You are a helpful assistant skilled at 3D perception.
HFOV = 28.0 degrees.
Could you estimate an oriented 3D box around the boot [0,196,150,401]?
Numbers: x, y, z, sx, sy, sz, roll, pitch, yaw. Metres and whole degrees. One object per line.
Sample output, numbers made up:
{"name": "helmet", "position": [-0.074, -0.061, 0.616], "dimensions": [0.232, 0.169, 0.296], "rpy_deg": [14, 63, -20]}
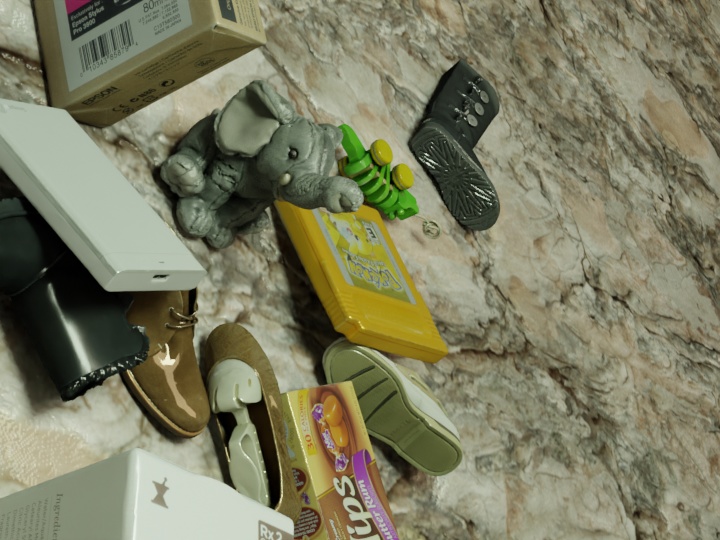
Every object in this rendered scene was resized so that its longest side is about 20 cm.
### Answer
{"name": "boot", "position": [-0.256, 0.026, 1.133], "dimensions": [0.163, 0.073, 0.198], "rpy_deg": [63, 25, 0]}

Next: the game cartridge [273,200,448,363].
{"name": "game cartridge", "position": [0.000, 0.000, 1.531], "dimensions": [0.176, 0.032, 0.200], "rpy_deg": [18, 37, -52]}

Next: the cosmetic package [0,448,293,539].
{"name": "cosmetic package", "position": [-0.172, 0.246, 1.003], "dimensions": [0.165, 0.200, 0.165], "rpy_deg": [33, 45, -43]}

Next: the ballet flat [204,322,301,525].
{"name": "ballet flat", "position": [-0.104, 0.143, 1.299], "dimensions": [0.072, 0.068, 0.200], "rpy_deg": [10, 67, -74]}

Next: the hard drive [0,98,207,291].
{"name": "hard drive", "position": [-0.225, -0.062, 1.176], "dimensions": [0.200, 0.026, 0.132], "rpy_deg": [48, 18, 17]}

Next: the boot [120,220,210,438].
{"name": "boot", "position": [-0.170, 0.049, 1.255], "dimensions": [0.074, 0.075, 0.200], "rpy_deg": [-27, 95, -61]}

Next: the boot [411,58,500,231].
{"name": "boot", "position": [0.144, -0.166, 1.892], "dimensions": [0.165, 0.066, 0.200], "rpy_deg": [57, 28, -20]}

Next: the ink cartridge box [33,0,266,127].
{"name": "ink cartridge box", "position": [-0.193, -0.241, 1.278], "dimensions": [0.075, 0.200, 0.165], "rpy_deg": [10, 62, -56]}

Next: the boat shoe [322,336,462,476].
{"name": "boat shoe", "position": [0.030, 0.135, 1.520], "dimensions": [0.200, 0.075, 0.068], "rpy_deg": [48, 16, -26]}

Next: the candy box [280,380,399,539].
{"name": "candy box", "position": [-0.030, 0.213, 1.383], "dimensions": [0.117, 0.056, 0.200], "rpy_deg": [-2, 71, -57]}

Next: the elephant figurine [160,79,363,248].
{"name": "elephant figurine", "position": [-0.077, -0.108, 1.372], "dimensions": [0.141, 0.200, 0.155], "rpy_deg": [-27, 93, -59]}

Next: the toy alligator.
{"name": "toy alligator", "position": [0.032, -0.087, 1.663], "dimensions": [0.200, 0.059, 0.054], "rpy_deg": [47, 37, -30]}
